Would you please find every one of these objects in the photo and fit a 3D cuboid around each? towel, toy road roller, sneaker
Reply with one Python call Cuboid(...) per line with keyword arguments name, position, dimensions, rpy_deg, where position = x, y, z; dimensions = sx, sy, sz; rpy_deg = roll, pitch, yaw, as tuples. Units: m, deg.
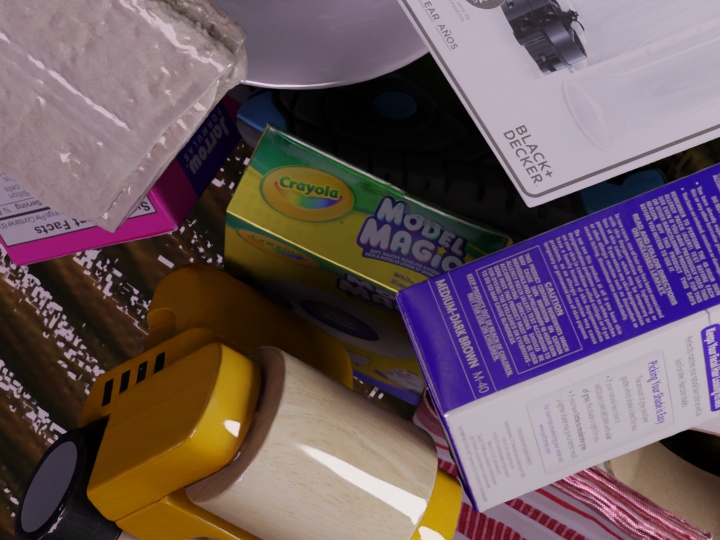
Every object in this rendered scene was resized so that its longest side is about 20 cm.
Cuboid(name="towel", position=(0.079, 0.118, 1.324), dimensions=(0.144, 0.023, 0.200), rpy_deg=(30, 162, 4))
Cuboid(name="toy road roller", position=(-0.047, 0.063, 1.187), dimensions=(0.123, 0.147, 0.200), rpy_deg=(30, 149, -24))
Cuboid(name="sneaker", position=(0.035, -0.028, 1.247), dimensions=(0.199, 0.073, 0.082), rpy_deg=(20, 136, 14))
Cuboid(name="towel", position=(-0.150, -0.111, 1.165), dimensions=(0.200, 0.035, 0.133), rpy_deg=(38, 132, -6))

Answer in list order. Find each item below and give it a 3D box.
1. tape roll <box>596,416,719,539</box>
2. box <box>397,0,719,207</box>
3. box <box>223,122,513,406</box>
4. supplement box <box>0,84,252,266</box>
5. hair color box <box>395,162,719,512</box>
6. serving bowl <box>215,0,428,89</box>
Cuboid(name="tape roll", position=(0.165, 0.087, 1.260), dimensions=(0.202, 0.037, 0.203), rpy_deg=(18, 150, 11))
Cuboid(name="box", position=(0.124, -0.113, 1.033), dimensions=(0.199, 0.060, 0.117), rpy_deg=(-21, 116, 30))
Cuboid(name="box", position=(0.000, 0.000, 1.223), dimensions=(0.117, 0.049, 0.200), rpy_deg=(25, 163, 4))
Cuboid(name="supplement box", position=(-0.145, -0.115, 1.252), dimensions=(0.103, 0.101, 0.200), rpy_deg=(-10, 122, 32))
Cuboid(name="hair color box", position=(0.122, 0.018, 1.126), dimensions=(0.199, 0.065, 0.109), rpy_deg=(-20, 153, 0))
Cuboid(name="serving bowl", position=(-0.034, -0.173, 1.156), dimensions=(0.199, 0.066, 0.201), rpy_deg=(7, 131, 8))
